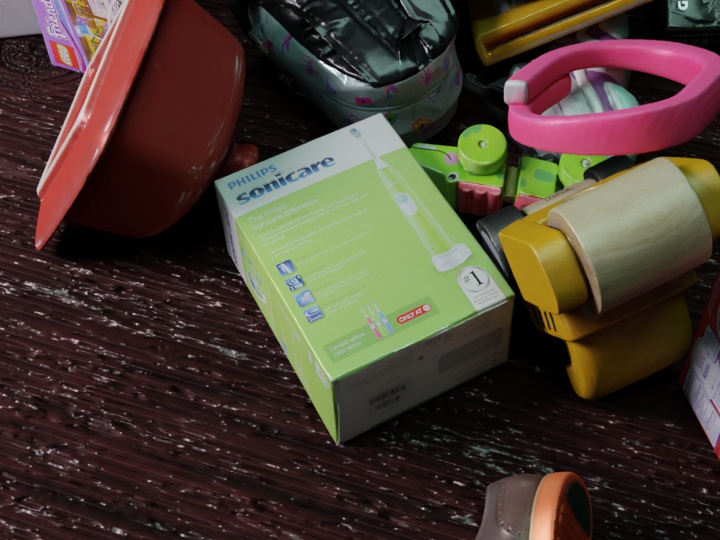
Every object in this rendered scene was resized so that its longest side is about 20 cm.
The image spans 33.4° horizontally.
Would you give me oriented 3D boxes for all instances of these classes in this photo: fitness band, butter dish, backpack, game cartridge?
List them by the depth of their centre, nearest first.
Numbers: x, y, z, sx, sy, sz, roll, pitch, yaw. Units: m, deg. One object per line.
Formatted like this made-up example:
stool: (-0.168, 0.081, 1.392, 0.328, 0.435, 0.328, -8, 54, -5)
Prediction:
fitness band: (0.186, -0.129, 0.866, 0.141, 0.038, 0.200, 8, 27, 28)
butter dish: (-0.147, -0.107, 0.925, 0.146, 0.199, 0.203, 25, 58, -18)
backpack: (0.004, -0.198, 0.998, 0.166, 0.127, 0.200, -37, 59, -9)
game cartridge: (0.172, -0.261, 1.029, 0.174, 0.033, 0.201, -20, 35, 12)

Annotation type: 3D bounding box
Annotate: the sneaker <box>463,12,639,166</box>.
sneaker: (0.153, -0.166, 0.996, 0.137, 0.078, 0.203, -1, 52, 1)

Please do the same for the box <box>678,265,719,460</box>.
box: (0.279, 0.045, 0.752, 0.094, 0.202, 0.101, -15, 53, -10)

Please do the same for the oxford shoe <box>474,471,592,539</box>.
oxford shoe: (0.088, 0.219, 0.728, 0.072, 0.071, 0.202, -6, 50, 35)

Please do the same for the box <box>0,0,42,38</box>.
box: (-0.312, -0.303, 1.075, 0.196, 0.153, 0.108, -6, 53, -2)

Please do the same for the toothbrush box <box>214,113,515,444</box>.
toothbrush box: (0.000, 0.000, 0.872, 0.144, 0.087, 0.201, -24, 56, -15)

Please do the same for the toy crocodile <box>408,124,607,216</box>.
toy crocodile: (0.127, -0.061, 0.920, 0.196, 0.068, 0.063, 11, 58, 5)

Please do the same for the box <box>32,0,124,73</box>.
box: (-0.213, -0.240, 0.991, 0.135, 0.202, 0.039, 18, 54, 15)

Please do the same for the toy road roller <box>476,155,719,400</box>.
toy road roller: (0.170, 0.011, 0.794, 0.121, 0.200, 0.148, -25, 96, -4)

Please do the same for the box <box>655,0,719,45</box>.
box: (0.340, -0.302, 1.056, 0.156, 0.049, 0.204, 1, 81, 1)
